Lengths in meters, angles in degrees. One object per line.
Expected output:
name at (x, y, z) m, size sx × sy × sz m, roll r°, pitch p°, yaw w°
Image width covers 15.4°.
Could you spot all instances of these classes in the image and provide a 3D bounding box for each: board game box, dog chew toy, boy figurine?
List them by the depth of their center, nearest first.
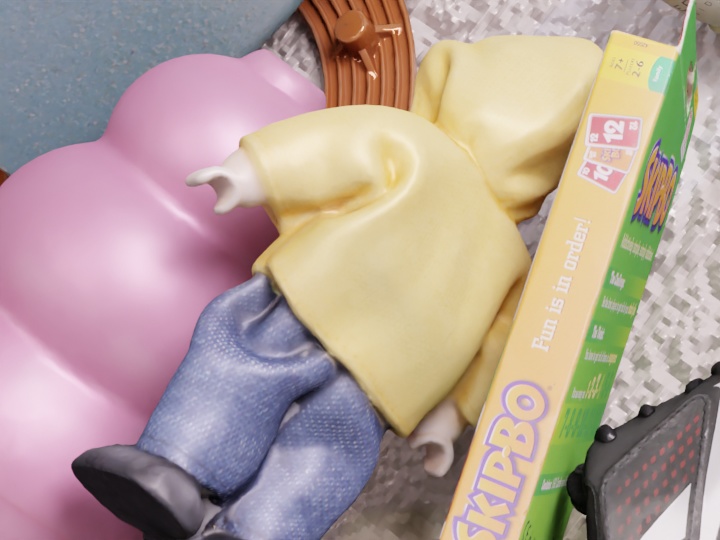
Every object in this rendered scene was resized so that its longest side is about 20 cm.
board game box at (0.061, 0.023, 0.783) m, size 0.030 × 0.096 × 0.201 m, roll 19°, pitch 76°, yaw 13°
boy figurine at (0.000, 0.000, 0.786) m, size 0.200 × 0.124 × 0.064 m, roll -55°, pitch 28°, yaw -17°
dog chew toy at (-0.080, 0.018, 0.842) m, size 0.124 × 0.124 × 0.200 m, roll 39°, pitch 94°, yaw 36°

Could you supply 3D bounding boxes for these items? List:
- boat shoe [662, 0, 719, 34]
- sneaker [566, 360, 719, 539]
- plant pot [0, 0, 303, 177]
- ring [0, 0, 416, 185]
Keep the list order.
boat shoe at (0.125, -0.173, 0.840) m, size 0.074 × 0.066 × 0.201 m, roll 149°, pitch 136°, yaw -64°
sneaker at (0.114, 0.051, 0.755) m, size 0.098 × 0.071 × 0.201 m, roll 26°, pitch 84°, yaw 33°
plant pot at (-0.099, -0.178, 0.879) m, size 0.200 × 0.196 × 0.197 m, roll -36°, pitch 54°, yaw 11°
ring at (-0.073, -0.050, 0.940) m, size 0.200 × 0.019 × 0.201 m, roll -12°, pitch 62°, yaw 24°
